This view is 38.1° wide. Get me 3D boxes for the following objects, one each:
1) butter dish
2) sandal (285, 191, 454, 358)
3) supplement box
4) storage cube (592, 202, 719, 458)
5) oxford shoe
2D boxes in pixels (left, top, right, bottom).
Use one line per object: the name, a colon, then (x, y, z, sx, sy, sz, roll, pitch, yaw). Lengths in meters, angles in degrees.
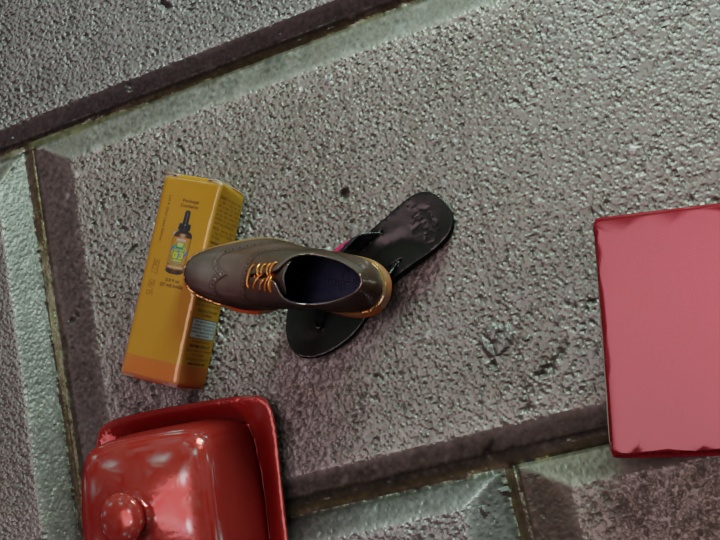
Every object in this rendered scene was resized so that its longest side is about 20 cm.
butter dish: (-0.180, 0.220, 0.943, 0.198, 0.148, 0.201, -12, 77, 19)
sandal: (0.000, 0.000, 0.965, 0.200, 0.045, 0.075, -43, 70, 9)
supplement box: (-0.171, 0.011, 1.016, 0.066, 0.069, 0.202, 11, 87, 20)
storage cube: (0.282, 0.047, 0.787, 0.178, 0.171, 0.202, -7, 80, 20)
oxford shoe: (-0.075, 0.002, 0.926, 0.198, 0.073, 0.072, 1, 83, 18)
